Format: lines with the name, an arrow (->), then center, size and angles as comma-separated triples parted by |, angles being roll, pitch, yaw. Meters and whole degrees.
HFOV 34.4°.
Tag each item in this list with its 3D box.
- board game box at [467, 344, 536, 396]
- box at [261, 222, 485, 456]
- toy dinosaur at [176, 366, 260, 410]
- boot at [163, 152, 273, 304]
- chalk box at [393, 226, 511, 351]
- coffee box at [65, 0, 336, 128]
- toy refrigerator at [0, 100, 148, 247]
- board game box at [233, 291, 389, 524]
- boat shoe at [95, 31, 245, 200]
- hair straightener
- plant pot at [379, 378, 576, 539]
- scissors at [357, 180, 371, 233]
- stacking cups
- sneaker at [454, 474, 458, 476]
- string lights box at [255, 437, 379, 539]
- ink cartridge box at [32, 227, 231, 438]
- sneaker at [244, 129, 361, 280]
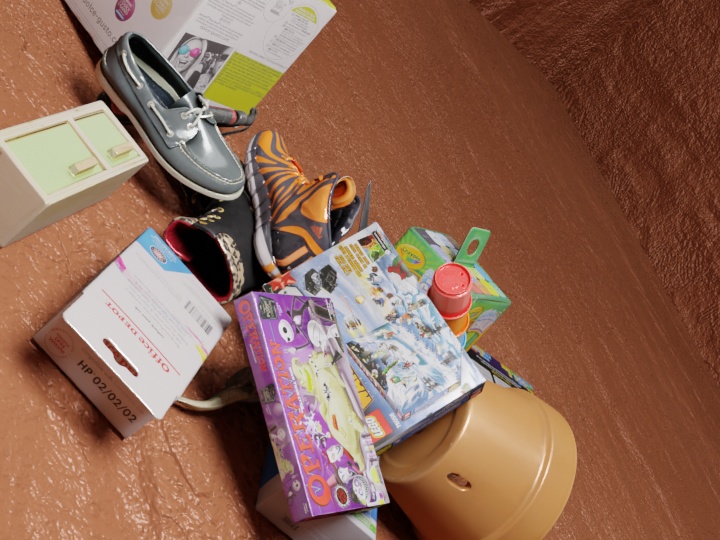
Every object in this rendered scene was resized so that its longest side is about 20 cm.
board game box -> 0.183, 0.195, 1.570 | 0.200, 0.057, 0.166 | 36, 29, -39
box -> 0.011, 0.067, 1.140 | 0.201, 0.136, 0.040 | 56, -14, 20
toy dinosaur -> -0.096, 0.107, 1.088 | 0.200, 0.088, 0.048 | -10, 93, -65
boot -> -0.159, -0.056, 1.219 | 0.201, 0.073, 0.151 | 59, 21, -1
chalk box -> 0.088, 0.033, 1.391 | 0.124, 0.200, 0.125 | 49, 18, 22
coffee box -> -0.188, -0.318, 1.340 | 0.200, 0.198, 0.200 | 52, 19, 25
toy refrigerator -> -0.270, -0.093, 1.037 | 0.076, 0.070, 0.200 | 52, 20, -3
board game box -> -0.042, 0.118, 1.036 | 0.120, 0.032, 0.201 | 3, 65, -52
boat shoe -> -0.185, -0.157, 1.179 | 0.200, 0.062, 0.073 | 47, 40, 1
hair straightener -> -0.202, -0.174, 1.284 | 0.199, 0.077, 0.041 | -4, 84, -40
plant pot -> 0.102, 0.192, 1.206 | 0.140, 0.200, 0.201 | 39, 25, -30
scissors -> 0.000, 0.000, 1.335 | 0.073, 0.201, 0.014 | 17, 5, -32
stacking cups -> 0.083, 0.061, 1.223 | 0.200, 0.060, 0.061 | 89, -19, -58
sneaker -> 0.080, 0.187, 1.343 | 0.113, 0.071, 0.200 | 58, 19, 20
string lights box -> -0.036, 0.179, 1.125 | 0.103, 0.059, 0.200 | 43, 23, -19
ink cartridge box -> -0.192, 0.056, 0.973 | 0.115, 0.068, 0.200 | 49, 21, -9
sneaker -> -0.057, -0.085, 1.237 | 0.078, 0.112, 0.201 | 40, 30, -48
